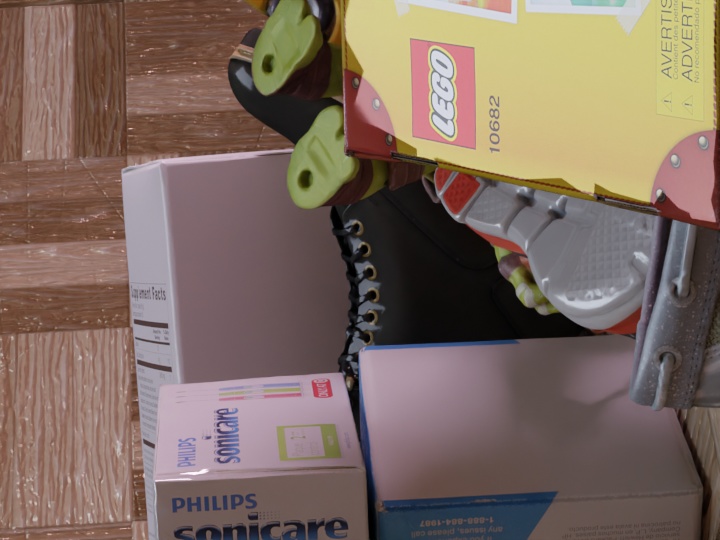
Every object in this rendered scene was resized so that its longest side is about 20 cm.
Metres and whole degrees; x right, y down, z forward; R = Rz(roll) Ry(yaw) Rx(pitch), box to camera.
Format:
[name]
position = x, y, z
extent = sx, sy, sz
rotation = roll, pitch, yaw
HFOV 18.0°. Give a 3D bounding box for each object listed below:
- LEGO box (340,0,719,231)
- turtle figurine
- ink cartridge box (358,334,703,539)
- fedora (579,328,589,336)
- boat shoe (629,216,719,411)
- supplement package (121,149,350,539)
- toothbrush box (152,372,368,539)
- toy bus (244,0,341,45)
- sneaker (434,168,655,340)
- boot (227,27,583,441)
[LEGO box]
position = 0.064, -0.122, 0.570
extent = 0.148, 0.077, 0.202
rotation = 16, 112, 50
[turtle figurine]
position = 0.034, -0.070, 0.912
extent = 0.064, 0.160, 0.202
rotation = -22, 71, 48
[ink cartridge box]
position = 0.065, 0.146, 0.949
extent = 0.125, 0.127, 0.202
rotation = -99, 7, -62
[fedora]
position = 0.068, 0.075, 1.142
extent = 0.200, 0.089, 0.179
rotation = 173, 92, -76
[boat shoe]
position = 0.103, -0.061, 0.655
extent = 0.074, 0.064, 0.204
rotation = 127, 140, -85
[supplement package]
position = -0.048, 0.041, 1.156
extent = 0.120, 0.120, 0.202
rotation = -179, 85, -74
[toothbrush box]
position = -0.038, 0.157, 0.922
extent = 0.146, 0.085, 0.202
rotation = -109, 15, -79
[toy bus]
position = 0.024, -0.118, 1.016
extent = 0.079, 0.199, 0.065
rotation = -64, -11, 5
[sneaker]
position = 0.086, -0.021, 0.789
extent = 0.077, 0.082, 0.200
rotation = -50, 27, 16
[boot]
position = 0.000, 0.000, 0.994
extent = 0.139, 0.199, 0.077
rotation = -56, 3, -1
